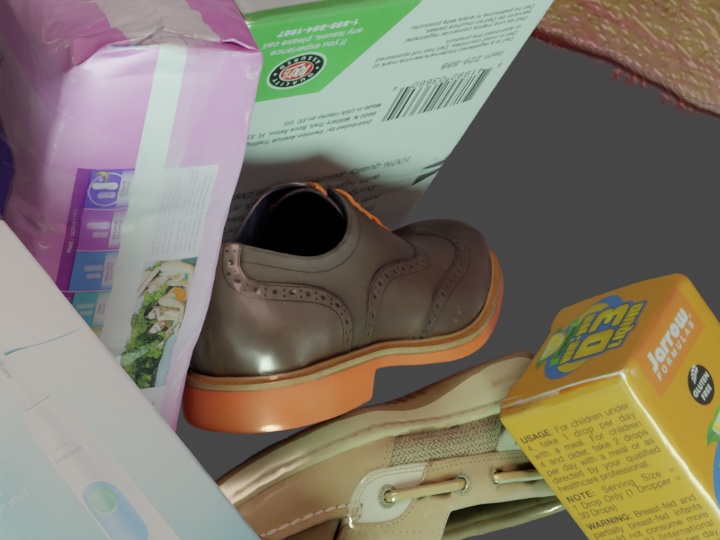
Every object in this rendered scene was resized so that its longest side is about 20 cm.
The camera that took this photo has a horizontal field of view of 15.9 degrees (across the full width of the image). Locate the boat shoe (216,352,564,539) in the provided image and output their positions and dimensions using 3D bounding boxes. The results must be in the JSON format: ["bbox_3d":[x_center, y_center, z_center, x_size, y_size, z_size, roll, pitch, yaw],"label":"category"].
[{"bbox_3d":[0.004,0.089,0.947,0.199,0.071,0.065,-20,77,-35],"label":"boat shoe"}]

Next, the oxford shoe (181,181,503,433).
[{"bbox_3d":[0.000,0.000,0.943,0.200,0.071,0.073,-29,117,-62],"label":"oxford shoe"}]

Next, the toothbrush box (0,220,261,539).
[{"bbox_3d":[-0.104,0.109,0.710,0.146,0.085,0.200,-33,77,-33],"label":"toothbrush box"}]

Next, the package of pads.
[{"bbox_3d":[-0.096,-0.026,0.853,0.075,0.201,0.121,-3,40,-24],"label":"package of pads"}]

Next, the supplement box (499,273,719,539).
[{"bbox_3d":[0.140,0.101,0.977,0.200,0.069,0.067,51,46,-16],"label":"supplement box"}]

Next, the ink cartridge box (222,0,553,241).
[{"bbox_3d":[-0.035,-0.069,0.957,0.145,0.200,0.084,-14,63,-34],"label":"ink cartridge box"}]

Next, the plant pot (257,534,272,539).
[{"bbox_3d":[-0.052,0.177,0.810,0.200,0.093,0.202,4,78,-18],"label":"plant pot"}]
